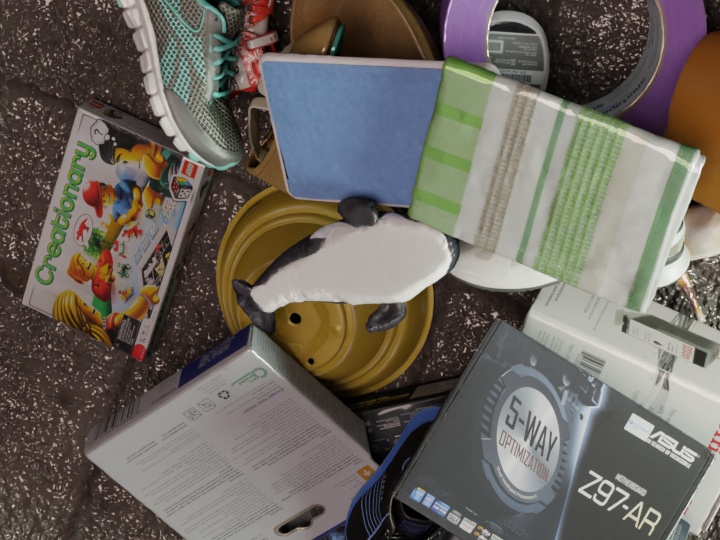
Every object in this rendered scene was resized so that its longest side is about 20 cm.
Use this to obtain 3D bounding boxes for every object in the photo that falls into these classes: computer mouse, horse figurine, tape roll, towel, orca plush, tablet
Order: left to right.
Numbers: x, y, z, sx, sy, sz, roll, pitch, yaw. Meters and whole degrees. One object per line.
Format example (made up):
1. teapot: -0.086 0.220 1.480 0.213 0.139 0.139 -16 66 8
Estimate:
1. orca plush: 0.000 0.000 1.535 0.200 0.071 0.106 -33 87 30
2. tablet: 0.021 -0.105 1.464 0.199 0.014 0.131 5 126 25
3. computer mouse: 0.113 -0.112 1.548 0.109 0.044 0.201 5 108 -1
4. towel: 0.140 -0.065 1.408 0.199 0.031 0.150 24 128 11
5. tape roll: 0.160 -0.182 1.469 0.199 0.066 0.201 0 109 0
6. horse figurine: 0.284 -0.015 1.525 0.199 0.050 0.133 -9 109 26

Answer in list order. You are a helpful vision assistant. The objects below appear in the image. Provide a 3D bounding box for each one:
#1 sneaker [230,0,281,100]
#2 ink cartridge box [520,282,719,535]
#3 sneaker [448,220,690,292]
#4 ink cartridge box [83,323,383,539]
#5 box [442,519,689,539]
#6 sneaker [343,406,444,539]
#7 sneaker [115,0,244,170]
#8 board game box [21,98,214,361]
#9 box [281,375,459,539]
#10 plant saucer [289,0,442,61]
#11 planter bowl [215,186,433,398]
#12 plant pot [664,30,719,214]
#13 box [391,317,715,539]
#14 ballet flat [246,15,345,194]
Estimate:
1. sneaker: -0.086 -0.220 1.565 0.108 0.067 0.201 48 120 2
2. ink cartridge box: 0.217 0.102 1.551 0.199 0.083 0.147 25 131 8
3. sneaker: 0.150 -0.048 1.479 0.199 0.076 0.116 0 133 15
4. ink cartridge box: -0.098 0.160 1.644 0.196 0.043 0.200 -32 120 25
5. box: 0.152 0.240 1.579 0.157 0.051 0.200 31 127 2
6. sneaker: 0.033 0.206 1.596 0.070 0.078 0.201 18 125 -8
7. sneaker: -0.127 -0.179 1.520 0.091 0.078 0.201 -16 101 27
8. board game box: -0.213 -0.034 1.689 0.126 0.035 0.201 24 114 9
9. box: 0.021 0.189 1.681 0.199 0.051 0.159 -14 103 21
10. plant saucer: 0.014 -0.153 1.529 0.200 0.035 0.201 39 142 39
11. planter bowl: -0.043 0.029 1.629 0.199 0.083 0.202 6 110 16
12. plant pot: 0.332 -0.097 1.416 0.183 0.200 0.201 18 114 29
13. box: 0.147 0.156 1.476 0.199 0.044 0.161 32 87 3
14. ballet flat: -0.059 -0.133 1.547 0.063 0.069 0.200 19 141 3
